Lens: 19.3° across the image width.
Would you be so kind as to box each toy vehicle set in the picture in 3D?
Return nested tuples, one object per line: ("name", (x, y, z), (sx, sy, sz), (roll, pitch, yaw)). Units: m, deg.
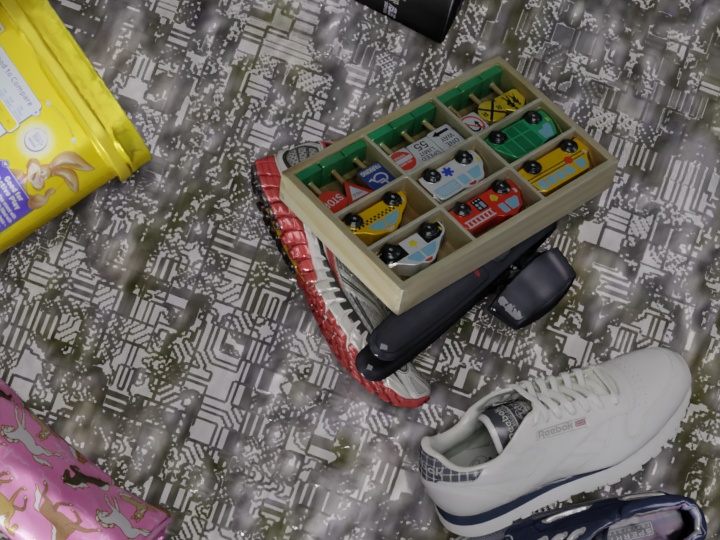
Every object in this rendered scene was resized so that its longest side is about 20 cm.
("toy vehicle set", (0.060, -0.061, 1.418), (0.200, 0.027, 0.124), (-31, 60, -30))

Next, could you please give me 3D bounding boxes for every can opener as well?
("can opener", (0.070, 0.013, 1.411), (0.079, 0.064, 0.200), (42, 46, 19))

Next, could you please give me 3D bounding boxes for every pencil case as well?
("pencil case", (-0.222, 0.133, 1.401), (0.200, 0.087, 0.083), (39, 78, 4))

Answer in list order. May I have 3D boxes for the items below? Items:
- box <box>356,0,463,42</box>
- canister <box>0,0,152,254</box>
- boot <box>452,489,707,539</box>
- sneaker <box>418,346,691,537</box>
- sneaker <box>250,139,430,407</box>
("box", (0.069, -0.278, 1.441), (0.086, 0.164, 0.201), (27, 80, 2))
("canister", (-0.265, -0.081, 1.434), (0.200, 0.087, 0.149), (-35, 84, -6))
("boot", (0.129, 0.190, 1.407), (0.199, 0.090, 0.073), (-20, 83, -6))
("sneaker", (0.132, 0.102, 1.416), (0.199, 0.081, 0.076), (-30, 42, -9))
("sneaker", (0.000, 0.000, 1.438), (0.082, 0.078, 0.201), (-25, 83, -8))
